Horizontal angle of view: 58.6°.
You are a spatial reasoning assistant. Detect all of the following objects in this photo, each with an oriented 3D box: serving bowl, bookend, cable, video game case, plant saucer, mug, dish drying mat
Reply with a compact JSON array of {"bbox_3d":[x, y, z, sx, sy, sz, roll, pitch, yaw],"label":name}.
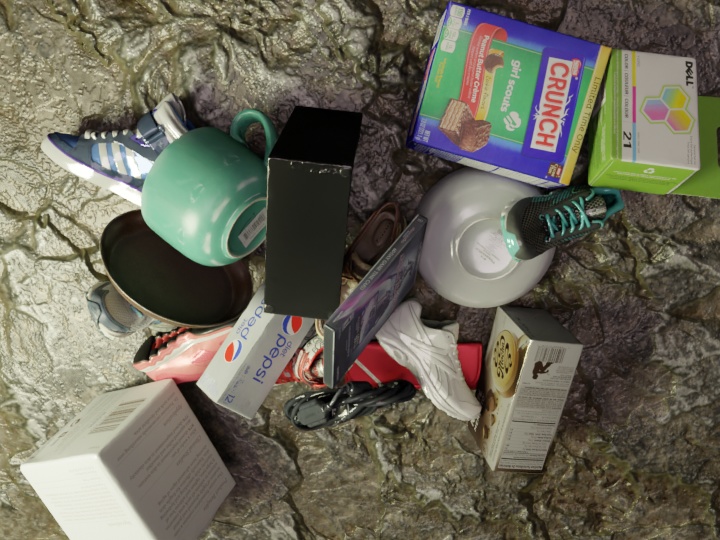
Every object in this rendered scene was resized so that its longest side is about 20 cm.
[{"bbox_3d":[0.167,-0.037,0.854,0.199,0.066,0.201,0,108,2],"label":"serving bowl"},{"bbox_3d":[-0.056,-0.077,0.799,0.092,0.199,0.200,7,119,0],"label":"bookend"},{"bbox_3d":[-0.018,0.184,0.899,0.163,0.200,0.051,-6,71,-32],"label":"cable"},{"bbox_3d":[0.018,0.039,0.799,0.019,0.200,0.143,31,148,18],"label":"video game case"},{"bbox_3d":[-0.235,0.001,0.819,0.200,0.200,0.032,34,122,-9],"label":"plant saucer"},{"bbox_3d":[-0.168,-0.094,0.783,0.114,0.152,0.185,36,123,20],"label":"mug"},{"bbox_3d":[0.077,0.140,0.940,0.199,0.018,0.077,1,107,2],"label":"dish drying mat"}]

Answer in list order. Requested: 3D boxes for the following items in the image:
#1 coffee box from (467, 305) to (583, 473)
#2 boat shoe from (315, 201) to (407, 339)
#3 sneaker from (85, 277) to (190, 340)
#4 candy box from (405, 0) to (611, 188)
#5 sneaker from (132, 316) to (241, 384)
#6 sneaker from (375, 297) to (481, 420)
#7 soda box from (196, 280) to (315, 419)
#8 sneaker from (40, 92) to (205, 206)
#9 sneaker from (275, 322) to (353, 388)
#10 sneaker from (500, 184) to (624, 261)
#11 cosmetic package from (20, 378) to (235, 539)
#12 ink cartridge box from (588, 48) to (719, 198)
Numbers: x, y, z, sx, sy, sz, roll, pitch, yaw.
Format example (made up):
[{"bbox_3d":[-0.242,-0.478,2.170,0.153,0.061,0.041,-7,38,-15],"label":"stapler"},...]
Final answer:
[{"bbox_3d":[0.221,0.164,0.887,0.080,0.113,0.201,6,110,-13],"label":"coffee box"},{"bbox_3d":[0.000,0.000,0.828,0.072,0.072,0.200,30,80,9],"label":"boat shoe"},{"bbox_3d":[-0.268,0.035,0.830,0.086,0.200,0.078,-25,84,15],"label":"sneaker"},{"bbox_3d":[0.174,-0.206,0.778,0.199,0.077,0.170,15,96,-4],"label":"candy box"},{"bbox_3d":[-0.224,0.109,0.927,0.200,0.074,0.087,-24,121,12],"label":"sneaker"},{"bbox_3d":[0.112,0.121,0.889,0.099,0.078,0.200,-42,99,5],"label":"sneaker"},{"bbox_3d":[-0.128,0.091,0.858,0.068,0.063,0.200,39,79,-41],"label":"soda box"},{"bbox_3d":[-0.291,-0.173,0.827,0.200,0.081,0.147,28,99,-3],"label":"sneaker"},{"bbox_3d":[-0.091,0.129,0.894,0.201,0.108,0.067,-28,111,11],"label":"sneaker"},{"bbox_3d":[0.246,-0.068,0.772,0.091,0.200,0.078,-14,100,49],"label":"sneaker"},{"bbox_3d":[-0.320,0.291,0.907,0.166,0.167,0.200,-16,108,28],"label":"cosmetic package"},{"bbox_3d":[0.381,-0.170,0.761,0.199,0.076,0.148,6,74,1],"label":"ink cartridge box"}]
